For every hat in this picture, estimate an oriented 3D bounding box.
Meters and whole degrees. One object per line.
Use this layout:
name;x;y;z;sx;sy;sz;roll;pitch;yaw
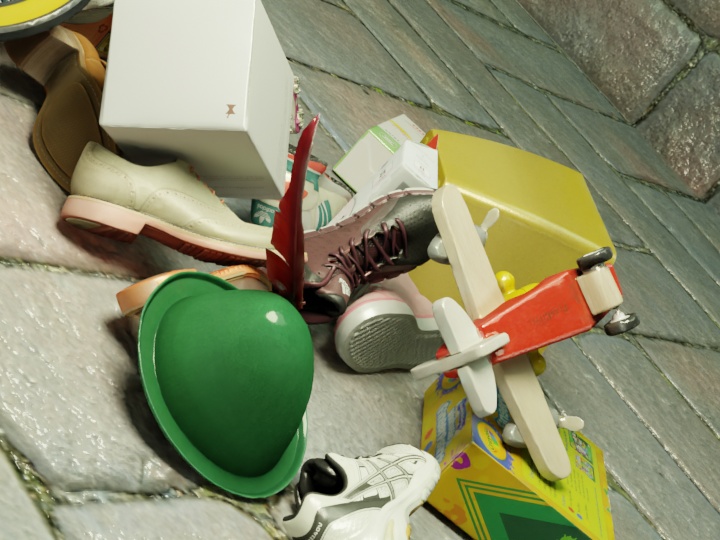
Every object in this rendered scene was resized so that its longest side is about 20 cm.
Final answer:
hat;-0.041;0.044;1.190;0.200;0.176;0.166;42;39;-32

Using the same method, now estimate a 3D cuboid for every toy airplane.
toy airplane;0.117;0.053;1.442;0.199;0.141;0.201;26;68;-23

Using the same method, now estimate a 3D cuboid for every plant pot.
plant pot;0.110;-0.024;1.724;0.176;0.200;0.200;30;22;-19

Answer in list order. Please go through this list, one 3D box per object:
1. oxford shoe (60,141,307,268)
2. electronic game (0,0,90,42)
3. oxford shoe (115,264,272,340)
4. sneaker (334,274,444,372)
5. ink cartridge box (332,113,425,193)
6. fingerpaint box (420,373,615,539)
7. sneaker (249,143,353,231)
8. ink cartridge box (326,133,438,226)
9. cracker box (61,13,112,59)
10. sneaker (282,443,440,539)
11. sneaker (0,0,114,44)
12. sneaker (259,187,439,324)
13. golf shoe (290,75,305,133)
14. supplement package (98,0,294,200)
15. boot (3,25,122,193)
oxford shoe;-0.131;-0.049;1.359;0.199;0.074;0.071;15;-12;-20
electronic game;-0.313;-0.259;1.442;0.199;0.042;0.201;2;49;-3
oxford shoe;-0.120;0.040;1.330;0.200;0.071;0.073;-8;76;-66
sneaker;0.008;0.032;1.566;0.105;0.075;0.200;51;15;19
ink cartridge box;0.055;-0.114;1.991;0.117;0.067;0.200;44;19;3
fingerpaint box;0.134;0.176;1.508;0.167;0.073;0.200;39;19;-12
sneaker;-0.065;-0.057;1.625;0.070;0.094;0.200;26;-5;12
ink cartridge box;0.004;-0.059;1.620;0.057;0.163;0.200;40;17;-15
cracker box;-0.312;-0.303;1.671;0.134;0.058;0.200;19;31;-51
sneaker;0.000;0.159;1.268;0.088;0.076;0.200;42;18;-2
sneaker;-0.274;-0.253;1.506;0.200;0.086;0.078;-24;94;-45
sneaker;0.000;0.000;1.454;0.116;0.199;0.076;-111;-178;-65
golf shoe;-0.109;-0.162;1.707;0.200;0.091;0.076;-4;90;-84
supplement package;-0.127;-0.140;1.407;0.116;0.118;0.200;3;-12;6
boot;-0.213;-0.125;1.470;0.155;0.074;0.201;31;29;-57
